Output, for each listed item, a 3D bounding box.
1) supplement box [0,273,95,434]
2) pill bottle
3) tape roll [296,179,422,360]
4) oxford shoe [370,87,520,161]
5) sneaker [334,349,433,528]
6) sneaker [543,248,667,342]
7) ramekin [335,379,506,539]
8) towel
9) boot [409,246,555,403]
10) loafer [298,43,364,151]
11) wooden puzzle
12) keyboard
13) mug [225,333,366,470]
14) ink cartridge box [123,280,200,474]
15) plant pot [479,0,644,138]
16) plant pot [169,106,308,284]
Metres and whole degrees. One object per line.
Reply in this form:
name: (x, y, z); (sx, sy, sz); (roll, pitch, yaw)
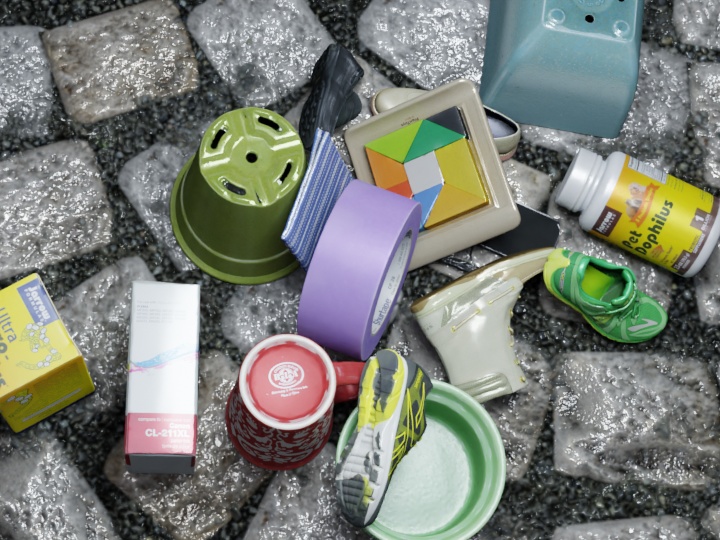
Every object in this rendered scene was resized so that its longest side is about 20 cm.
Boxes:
supplement box: (-0.381, 0.099, 1.590); (0.109, 0.200, 0.109); (-29, 78, -14)
pill bottle: (0.352, -0.079, 1.767); (0.199, 0.109, 0.110); (25, 73, 2)
tape roll: (0.000, 0.000, 1.655); (0.084, 0.200, 0.201); (20, 72, 10)
oxford shoe: (0.113, -0.202, 1.796); (0.199, 0.074, 0.071); (14, 73, -2)
sneaker: (0.035, 0.193, 1.568); (0.084, 0.074, 0.201); (16, 89, -40)
sneaker: (0.311, 0.037, 1.717); (0.199, 0.083, 0.074); (27, 78, -31)
ramekin: (0.066, 0.235, 1.650); (0.198, 0.098, 0.201); (2, 74, -6)
towel: (-0.047, -0.066, 1.678); (0.024, 0.200, 0.146); (14, 73, 17)
boot: (0.176, 0.069, 1.716); (0.199, 0.072, 0.155); (-25, 91, -15)
loafer: (-0.030, -0.212, 1.755); (0.070, 0.068, 0.201); (30, 38, -15)
wooden puzzle: (0.085, -0.118, 1.746); (0.184, 0.037, 0.201); (-22, 80, 17)
keyboard: (0.149, -0.045, 1.784); (0.199, 0.021, 0.128); (24, 72, 2)
mug: (-0.075, 0.133, 1.612); (0.133, 0.200, 0.177); (44, 75, 8)
ink cartridge box: (-0.229, 0.127, 1.626); (0.082, 0.146, 0.201); (2, 74, -7)
plant pot: (0.272, -0.308, 1.780); (0.194, 0.200, 0.198); (10, 73, -4)
plant pot: (-0.133, -0.104, 1.682); (0.199, 0.190, 0.201); (2, 74, -5)
